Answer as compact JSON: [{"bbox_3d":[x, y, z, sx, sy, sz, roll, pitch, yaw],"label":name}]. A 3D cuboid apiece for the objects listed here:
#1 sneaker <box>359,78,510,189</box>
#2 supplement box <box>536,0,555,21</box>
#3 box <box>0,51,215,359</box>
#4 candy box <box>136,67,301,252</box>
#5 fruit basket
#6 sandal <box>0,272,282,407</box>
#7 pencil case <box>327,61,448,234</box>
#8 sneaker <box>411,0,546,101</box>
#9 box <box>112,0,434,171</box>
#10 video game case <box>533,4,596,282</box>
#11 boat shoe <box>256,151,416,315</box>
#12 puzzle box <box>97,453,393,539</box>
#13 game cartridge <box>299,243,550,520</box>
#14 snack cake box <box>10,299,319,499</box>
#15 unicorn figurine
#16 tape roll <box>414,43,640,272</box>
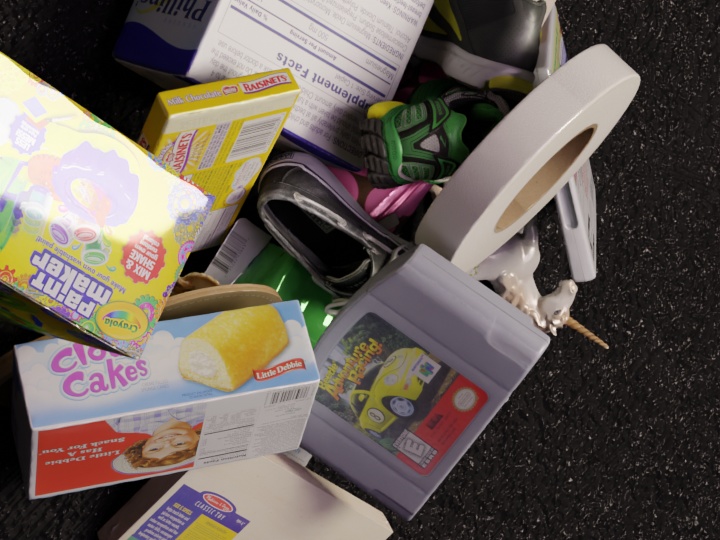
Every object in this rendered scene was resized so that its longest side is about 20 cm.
[{"bbox_3d":[0.073,-0.097,1.482,0.200,0.085,0.078,-32,117,-64],"label":"sneaker"},{"bbox_3d":[0.085,-0.285,1.595,0.200,0.073,0.126,57,46,-32],"label":"supplement box"},{"bbox_3d":[-0.239,-0.049,1.289,0.200,0.193,0.122,35,75,-40],"label":"box"},{"bbox_3d":[-0.117,-0.066,1.405,0.102,0.200,0.026,-12,65,-29],"label":"candy box"},{"bbox_3d":[-0.087,0.081,1.534,0.185,0.094,0.200,34,91,-39],"label":"fruit basket"},{"bbox_3d":[-0.166,0.026,1.433,0.212,0.070,0.078,-20,150,-8],"label":"sandal"},{"bbox_3d":[0.027,-0.082,1.583,0.200,0.094,0.091,-49,117,-25],"label":"pencil case"},{"bbox_3d":[0.084,-0.188,1.523,0.074,0.200,0.085,15,103,-33],"label":"sneaker"},{"bbox_3d":[-0.051,-0.200,1.456,0.184,0.105,0.200,27,85,-42],"label":"box"},{"bbox_3d":[0.166,-0.111,1.666,0.200,0.022,0.182,-74,152,-66],"label":"video game case"},{"bbox_3d":[0.002,-0.002,1.474,0.199,0.074,0.068,48,26,-23],"label":"boat shoe"},{"bbox_3d":[-0.085,0.198,1.539,0.133,0.025,0.200,-44,131,12],"label":"puzzle box"},{"bbox_3d":[0.030,0.080,1.448,0.200,0.133,0.041,-56,176,35],"label":"game cartridge"},{"bbox_3d":[-0.137,0.089,1.397,0.200,0.115,0.067,-9,64,-16],"label":"snack cake box"},{"bbox_3d":[0.122,-0.018,1.703,0.200,0.074,0.138,7,101,-27],"label":"unicorn figurine"},{"bbox_3d":[0.121,-0.078,1.464,0.037,0.203,0.203,44,60,11],"label":"tape roll"}]
